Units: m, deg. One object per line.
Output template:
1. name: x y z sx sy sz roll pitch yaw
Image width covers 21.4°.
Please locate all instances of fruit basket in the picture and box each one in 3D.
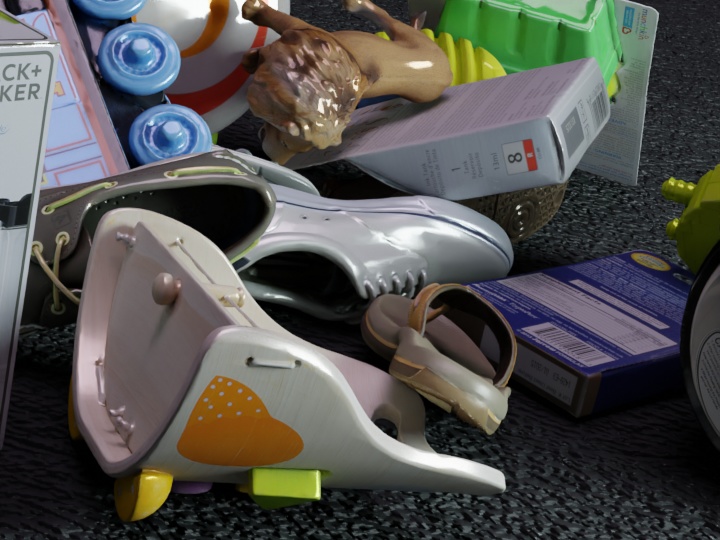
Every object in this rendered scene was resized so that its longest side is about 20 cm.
1. fruit basket: 0.125 -0.151 1.403 0.185 0.200 0.094 17 64 15

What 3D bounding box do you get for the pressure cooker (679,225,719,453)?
1. pressure cooker: 0.262 0.030 0.998 0.175 0.179 0.200 24 24 22

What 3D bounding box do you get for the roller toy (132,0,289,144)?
1. roller toy: -0.151 -0.179 1.257 0.182 0.200 0.140 32 -7 -30

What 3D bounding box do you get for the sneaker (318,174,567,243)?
1. sneaker: 0.058 -0.057 1.258 0.075 0.071 0.200 34 30 32

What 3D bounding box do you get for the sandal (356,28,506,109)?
1. sandal: 0.008 -0.119 1.339 0.199 0.087 0.080 5 34 14

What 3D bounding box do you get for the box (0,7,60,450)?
1. box: -0.202 -0.026 0.860 0.060 0.201 0.117 -9 28 -42

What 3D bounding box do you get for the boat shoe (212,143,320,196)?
1. boat shoe: -0.122 -0.050 1.150 0.201 0.075 0.065 4 25 -1

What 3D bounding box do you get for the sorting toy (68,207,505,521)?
1. sorting toy: -0.029 0.063 0.885 0.179 0.107 0.200 15 10 -24

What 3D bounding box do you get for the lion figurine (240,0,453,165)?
1. lion figurine: 0.001 -0.128 1.203 0.200 0.073 0.122 -18 38 -36

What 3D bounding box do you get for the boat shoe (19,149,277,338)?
1. boat shoe: -0.138 -0.010 0.964 0.201 0.072 0.060 -21 14 -17

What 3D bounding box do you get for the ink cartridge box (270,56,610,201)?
1. ink cartridge box: 0.047 -0.077 1.208 0.199 0.050 0.162 -13 14 21

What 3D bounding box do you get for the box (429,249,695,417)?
1. box: 0.150 0.033 1.134 0.200 0.033 0.121 -11 31 -43

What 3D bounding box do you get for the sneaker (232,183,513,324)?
1. sneaker: 0.000 0.000 1.113 0.199 0.073 0.071 5 48 -21

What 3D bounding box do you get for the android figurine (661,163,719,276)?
1. android figurine: 0.278 -0.011 1.168 0.199 0.182 0.041 17 63 25

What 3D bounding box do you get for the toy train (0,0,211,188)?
1. toy train: -0.157 -0.094 1.064 0.114 0.087 0.200 -16 66 -18

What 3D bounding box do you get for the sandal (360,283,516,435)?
1. sandal: 0.048 0.036 0.994 0.080 0.054 0.200 28 4 -6
